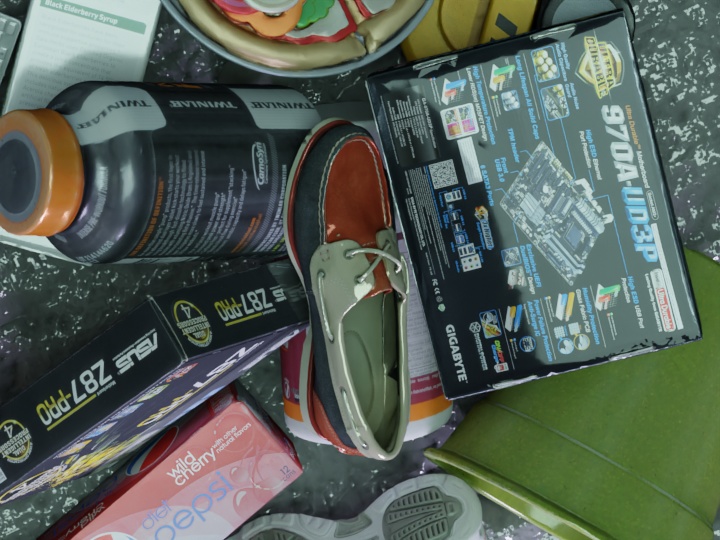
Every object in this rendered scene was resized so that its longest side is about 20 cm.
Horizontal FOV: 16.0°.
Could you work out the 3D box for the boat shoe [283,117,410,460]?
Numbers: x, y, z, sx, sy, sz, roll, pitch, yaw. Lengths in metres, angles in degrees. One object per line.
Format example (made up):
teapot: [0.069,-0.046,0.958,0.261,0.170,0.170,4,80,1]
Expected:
boat shoe: [-0.002,0.012,1.500,0.071,0.062,0.202,-9,106,-32]

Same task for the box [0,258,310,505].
box: [-0.141,0.070,1.530,0.200,0.161,0.049,-35,82,27]

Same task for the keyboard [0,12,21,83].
keyboard: [-0.264,-0.078,1.563,0.056,0.011,0.201,18,118,-13]

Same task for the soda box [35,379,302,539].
soda box: [-0.134,0.160,1.634,0.200,0.063,0.070,-40,103,2]

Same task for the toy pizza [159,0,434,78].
toy pizza: [-0.038,-0.213,1.501,0.199,0.032,0.202,3,79,-16]

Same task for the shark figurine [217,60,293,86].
shark figurine: [-0.058,-0.193,1.537,0.127,0.089,0.216,4,111,30]

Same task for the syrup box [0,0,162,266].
syrup box: [-0.175,-0.114,1.565,0.081,0.079,0.201,15,99,-9]

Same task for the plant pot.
plant pot: [0.170,0.081,1.609,0.199,0.200,0.191,30,84,-12]

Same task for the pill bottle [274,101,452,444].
pill bottle: [0.000,0.000,1.596,0.109,0.110,0.202,-5,102,-6]

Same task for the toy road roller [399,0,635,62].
toy road roller: [0.084,-0.111,1.584,0.145,0.123,0.201,17,99,4]

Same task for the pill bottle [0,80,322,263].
pill bottle: [-0.120,-0.057,1.489,0.199,0.106,0.107,-2,104,-42]

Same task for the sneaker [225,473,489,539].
sneaker: [-0.005,0.202,1.655,0.199,0.078,0.100,-14,142,13]

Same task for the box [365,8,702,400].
box: [0.103,-0.038,1.504,0.158,0.046,0.201,-14,95,8]
